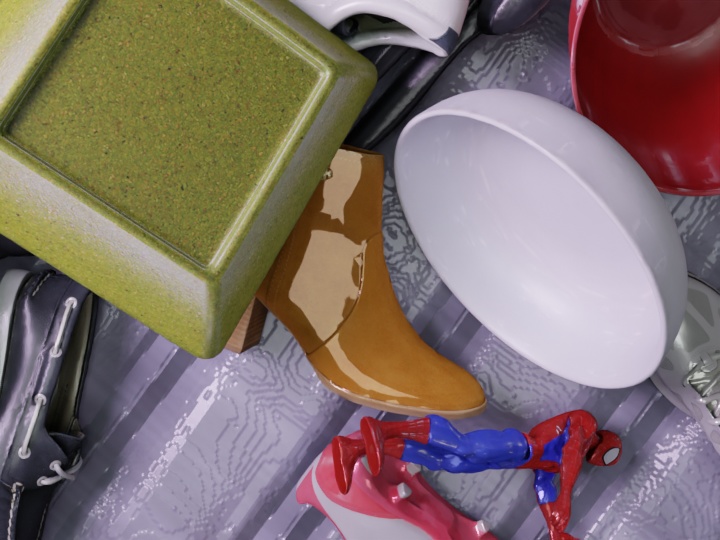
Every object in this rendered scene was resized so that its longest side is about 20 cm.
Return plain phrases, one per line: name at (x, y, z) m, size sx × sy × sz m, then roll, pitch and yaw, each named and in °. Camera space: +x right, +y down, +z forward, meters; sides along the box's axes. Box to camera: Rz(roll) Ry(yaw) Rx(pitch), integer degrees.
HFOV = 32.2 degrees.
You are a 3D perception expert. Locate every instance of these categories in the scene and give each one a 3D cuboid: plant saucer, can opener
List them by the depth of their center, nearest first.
plant saucer at (-0.105, -0.086, 0.662) m, size 0.199 × 0.048 × 0.201 m, roll 34°, pitch 77°, yaw -16°
can opener at (0.047, -0.151, 0.779) m, size 0.200 × 0.079 × 0.063 m, roll -39°, pitch 101°, yaw 11°

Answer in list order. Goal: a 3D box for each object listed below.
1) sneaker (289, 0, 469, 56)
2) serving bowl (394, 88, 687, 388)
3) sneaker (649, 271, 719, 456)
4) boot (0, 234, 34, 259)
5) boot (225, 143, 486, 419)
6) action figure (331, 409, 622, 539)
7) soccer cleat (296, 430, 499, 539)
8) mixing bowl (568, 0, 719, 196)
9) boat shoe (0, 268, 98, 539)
sneaker at (-0.030, -0.167, 0.748) m, size 0.198 × 0.073 × 0.072 m, roll 8°, pitch 79°, yaw 21°
serving bowl at (0.113, -0.027, 0.731) m, size 0.066 × 0.200 × 0.201 m, roll -41°, pitch 92°, yaw -23°
sneaker at (0.243, 0.087, 0.763) m, size 0.075 × 0.115 × 0.201 m, roll -34°, pitch 92°, yaw 2°
boot at (-0.203, -0.088, 0.738) m, size 0.198 × 0.066 × 0.166 m, roll -11°, pitch 106°, yaw 31°
boot at (0.000, 0.000, 0.775) m, size 0.199 × 0.071 × 0.145 m, roll 18°, pitch 103°, yaw 7°
action figure at (0.087, 0.135, 0.759) m, size 0.198 × 0.065 × 0.100 m, roll -1°, pitch 69°, yaw -30°
soccer cleat at (0.044, 0.186, 0.803) m, size 0.200 × 0.067 × 0.076 m, roll 47°, pitch 125°, yaw -9°
mixing bowl at (0.202, -0.158, 0.735) m, size 0.198 × 0.109 × 0.202 m, roll -6°, pitch 125°, yaw -9°
boat shoe at (-0.203, 0.101, 0.785) m, size 0.060 × 0.076 × 0.202 m, roll 5°, pitch 94°, yaw 5°
